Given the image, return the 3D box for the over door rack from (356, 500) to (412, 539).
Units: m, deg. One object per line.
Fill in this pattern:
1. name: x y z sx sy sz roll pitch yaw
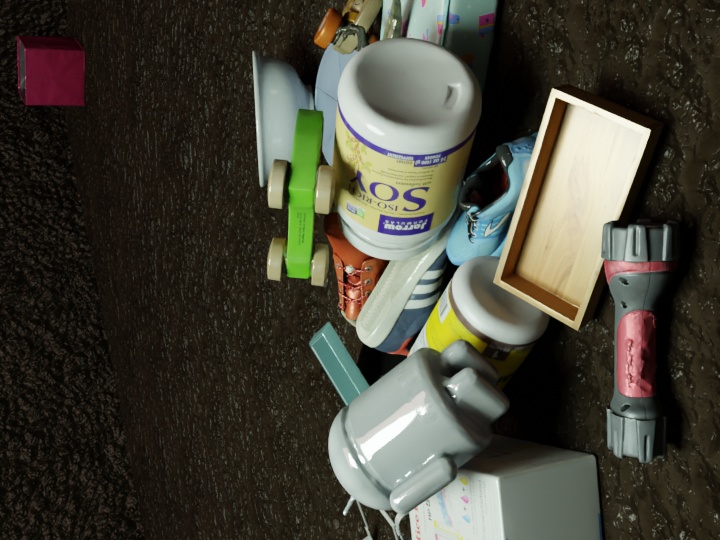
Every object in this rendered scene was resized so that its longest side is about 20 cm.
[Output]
1. over door rack: 0.039 0.347 1.189 0.148 0.066 0.203 43 144 49

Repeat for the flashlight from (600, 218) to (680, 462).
1. flashlight: 0.239 0.059 0.748 0.067 0.067 0.204 5 99 50

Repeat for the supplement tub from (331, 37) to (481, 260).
1. supplement tub: 0.041 -0.120 0.914 0.201 0.143 0.147 98 153 -54

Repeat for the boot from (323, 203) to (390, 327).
1. boot: 0.000 0.000 1.069 0.074 0.201 0.109 7 61 27

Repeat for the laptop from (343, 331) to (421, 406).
1. laptop: 0.071 0.167 1.153 0.187 0.115 0.203 -22 47 61

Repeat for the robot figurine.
1. robot figurine: 0.048 0.155 0.854 0.199 0.113 0.171 -40 27 17

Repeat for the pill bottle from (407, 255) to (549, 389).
1. pill bottle: 0.116 0.087 0.945 0.110 0.107 0.201 65 147 33

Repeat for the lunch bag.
1. lunch bag: 0.083 -0.286 0.984 0.160 0.076 0.204 41 130 55

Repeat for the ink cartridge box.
1. ink cartridge box: 0.138 0.252 0.911 0.199 0.123 0.131 -7 88 62

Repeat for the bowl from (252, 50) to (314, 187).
1. bowl: -0.116 -0.231 1.334 0.201 0.088 0.205 177 90 -84

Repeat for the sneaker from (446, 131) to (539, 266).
1. sneaker: 0.130 -0.074 0.911 0.201 0.088 0.079 -60 43 49

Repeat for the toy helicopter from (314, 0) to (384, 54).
1. toy helicopter: 0.002 -0.340 1.114 0.134 0.078 0.201 -60 15 17

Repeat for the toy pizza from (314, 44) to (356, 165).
1. toy pizza: -0.011 -0.229 1.224 0.199 0.031 0.204 21 114 60

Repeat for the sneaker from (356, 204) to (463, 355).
1. sneaker: 0.078 0.013 1.046 0.201 0.084 0.075 -56 31 10

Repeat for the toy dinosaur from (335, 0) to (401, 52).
1. toy dinosaur: 0.016 -0.236 0.992 0.088 0.047 0.203 31 132 38

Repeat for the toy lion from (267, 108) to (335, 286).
1. toy lion: -0.059 -0.098 0.957 0.201 0.067 0.194 98 176 -55

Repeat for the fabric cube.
1. fabric cube: -1.072 -0.691 3.028 0.196 0.196 0.203 43 131 51

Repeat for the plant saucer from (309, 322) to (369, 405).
1. plant saucer: -0.004 0.164 1.135 0.202 0.019 0.070 58 151 6

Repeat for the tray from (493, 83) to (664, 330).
1. tray: 0.197 -0.057 0.809 0.098 0.037 0.203 31 123 30
